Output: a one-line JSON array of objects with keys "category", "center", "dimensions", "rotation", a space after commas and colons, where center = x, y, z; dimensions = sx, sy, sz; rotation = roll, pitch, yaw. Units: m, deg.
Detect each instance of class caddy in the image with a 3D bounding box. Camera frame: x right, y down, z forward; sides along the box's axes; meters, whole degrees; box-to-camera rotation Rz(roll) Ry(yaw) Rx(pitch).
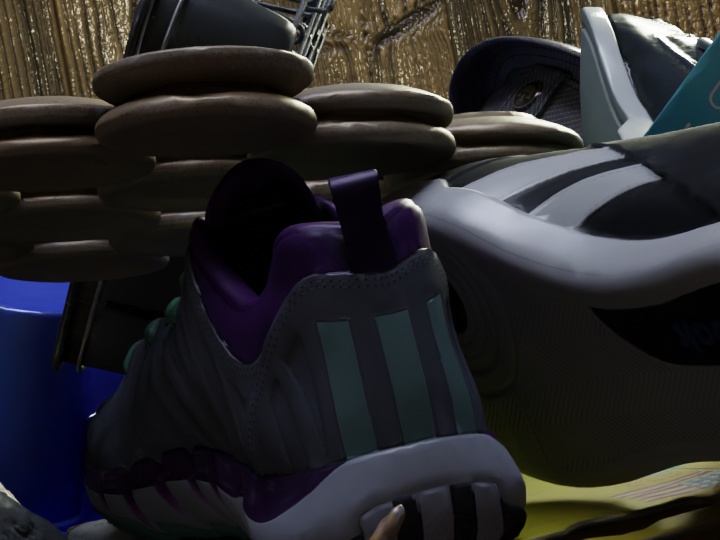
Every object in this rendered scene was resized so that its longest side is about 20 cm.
[{"category": "caddy", "center": [-0.067, 0.043, 1.054], "dimensions": [0.141, 0.106, 0.200], "rotation": [8, 19, 15]}]

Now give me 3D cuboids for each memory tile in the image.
[{"category": "memory tile", "center": [-0.058, -0.022, 0.734], "dimensions": [0.199, 0.017, 0.153], "rotation": [-11, -11, 41]}]

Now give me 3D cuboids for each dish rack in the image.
[{"category": "dish rack", "center": [-0.038, -0.069, 0.959], "dimensions": [0.054, 0.154, 0.200], "rotation": [19, 39, 0]}]

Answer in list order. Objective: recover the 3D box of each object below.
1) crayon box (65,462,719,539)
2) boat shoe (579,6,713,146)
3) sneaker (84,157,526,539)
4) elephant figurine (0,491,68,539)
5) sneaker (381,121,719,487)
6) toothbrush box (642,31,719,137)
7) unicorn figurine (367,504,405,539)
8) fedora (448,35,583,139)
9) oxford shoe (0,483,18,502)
[{"category": "crayon box", "center": [0.022, 0.078, 0.708], "dimensions": [0.126, 0.051, 0.200], "rotation": [-12, 4, -24]}, {"category": "boat shoe", "center": [0.106, -0.036, 0.926], "dimensions": [0.060, 0.076, 0.200], "rotation": [-8, 25, -1]}, {"category": "sneaker", "center": [-0.019, 0.016, 0.685], "dimensions": [0.074, 0.088, 0.200], "rotation": [-12, 5, -22]}, {"category": "elephant figurine", "center": [-0.170, 0.058, 0.713], "dimensions": [0.141, 0.156, 0.200], "rotation": [28, -4, -32]}, {"category": "sneaker", "center": [0.088, -0.007, 0.659], "dimensions": [0.112, 0.073, 0.200], "rotation": [-33, 20, -26]}, {"category": "toothbrush box", "center": [0.173, -0.043, 0.694], "dimensions": [0.200, 0.146, 0.085], "rotation": [-54, -19, 26]}, {"category": "unicorn figurine", "center": [-0.096, 0.110, 0.500], "dimensions": [0.137, 0.074, 0.200], "rotation": [5, 26, 36]}, {"category": "fedora", "center": [0.083, 0.004, 1.086], "dimensions": [0.090, 0.177, 0.200], "rotation": [-43, 37, -16]}, {"category": "oxford shoe", "center": [-0.140, 0.081, 0.910], "dimensions": [0.071, 0.073, 0.200], "rotation": [-12, 5, -31]}]
